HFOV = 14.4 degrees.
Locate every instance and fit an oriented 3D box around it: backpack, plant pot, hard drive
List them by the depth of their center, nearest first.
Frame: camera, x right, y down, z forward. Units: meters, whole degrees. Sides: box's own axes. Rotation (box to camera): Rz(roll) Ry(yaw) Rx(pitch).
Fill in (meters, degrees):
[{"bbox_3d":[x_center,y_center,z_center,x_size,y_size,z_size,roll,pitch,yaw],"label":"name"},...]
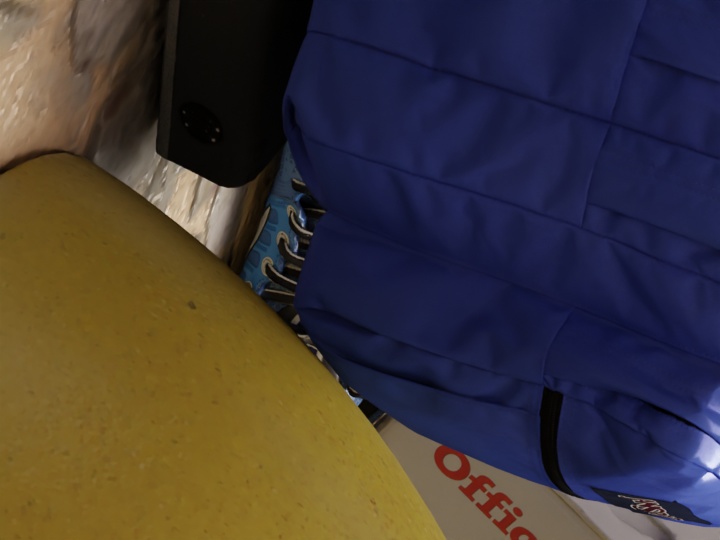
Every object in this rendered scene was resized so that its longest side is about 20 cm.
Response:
[{"bbox_3d":[-0.057,0.090,0.726,0.200,0.142,0.200,-57,165,-25],"label":"plant pot"},{"bbox_3d":[0.097,-0.017,0.747,0.162,0.200,0.168,21,84,-67],"label":"backpack"},{"bbox_3d":[-0.001,-0.134,0.748,0.140,0.033,0.200,-53,163,-37],"label":"hard drive"}]

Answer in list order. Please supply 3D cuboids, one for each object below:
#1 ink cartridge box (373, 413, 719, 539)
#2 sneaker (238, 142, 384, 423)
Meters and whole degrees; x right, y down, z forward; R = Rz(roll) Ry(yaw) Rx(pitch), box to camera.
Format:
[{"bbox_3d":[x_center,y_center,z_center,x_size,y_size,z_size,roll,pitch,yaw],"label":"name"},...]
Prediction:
[{"bbox_3d":[0.041,0.120,1.005,0.200,0.147,0.083,-45,-179,39],"label":"ink cartridge box"},{"bbox_3d":[0.000,0.000,0.908,0.089,0.078,0.200,-59,166,-27],"label":"sneaker"}]
